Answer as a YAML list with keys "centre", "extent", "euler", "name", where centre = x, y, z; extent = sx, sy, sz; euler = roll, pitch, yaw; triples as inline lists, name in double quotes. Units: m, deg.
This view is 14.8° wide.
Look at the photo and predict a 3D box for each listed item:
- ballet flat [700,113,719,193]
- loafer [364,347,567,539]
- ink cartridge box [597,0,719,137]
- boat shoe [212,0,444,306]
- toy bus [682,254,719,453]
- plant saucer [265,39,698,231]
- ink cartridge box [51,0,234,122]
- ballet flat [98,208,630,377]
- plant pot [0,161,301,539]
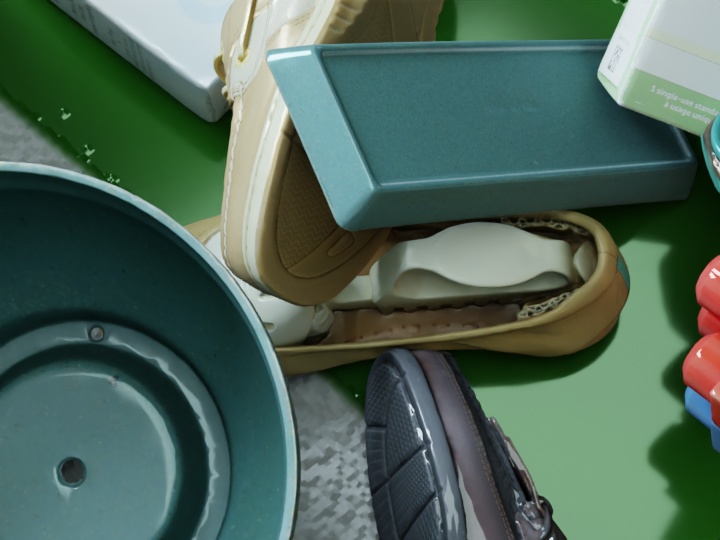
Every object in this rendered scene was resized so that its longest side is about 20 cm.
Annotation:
- centre: [0.219, -0.016, 0.981]
  extent: [0.200, 0.070, 0.067]
  euler: [7, 56, 13]
  name: "ballet flat"
- centre: [0.053, 0.120, 0.989]
  extent: [0.063, 0.072, 0.200]
  euler: [-6, 68, -22]
  name: "loafer"
- centre: [0.191, -0.131, 1.008]
  extent: [0.145, 0.048, 0.200]
  euler: [20, 104, -12]
  name: "ink cartridge box"
- centre: [-0.016, -0.080, 1.006]
  extent: [0.069, 0.074, 0.200]
  euler: [-1, 64, 42]
  name: "boat shoe"
- centre: [0.185, 0.058, 0.941]
  extent: [0.192, 0.200, 0.136]
  euler: [41, 76, 19]
  name: "toy bus"
- centre: [0.051, -0.054, 0.994]
  extent: [0.200, 0.019, 0.070]
  euler: [-6, 67, -49]
  name: "plant saucer"
- centre: [-0.083, -0.179, 1.085]
  extent: [0.200, 0.047, 0.160]
  euler: [38, 78, 8]
  name: "ink cartridge box"
- centre: [0.000, 0.000, 1.023]
  extent: [0.200, 0.063, 0.069]
  euler: [-5, 73, -1]
  name: "ballet flat"
- centre: [-0.110, 0.069, 0.956]
  extent: [0.200, 0.134, 0.201]
  euler: [-1, 85, 8]
  name: "plant pot"
